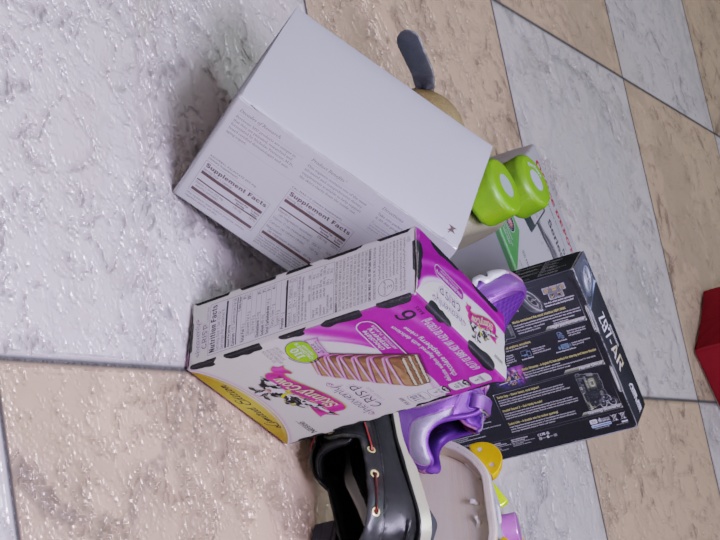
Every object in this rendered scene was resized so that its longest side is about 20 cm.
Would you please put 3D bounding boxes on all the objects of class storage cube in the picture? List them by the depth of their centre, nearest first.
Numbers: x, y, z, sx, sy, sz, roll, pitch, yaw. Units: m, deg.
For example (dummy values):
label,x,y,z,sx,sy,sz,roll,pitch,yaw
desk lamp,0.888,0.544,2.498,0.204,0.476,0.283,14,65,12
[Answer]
label,x,y,z,sx,sy,sz,roll,pitch,yaw
storage cube,0.631,0.124,2.344,0.201,0.178,0.171,61,29,-23

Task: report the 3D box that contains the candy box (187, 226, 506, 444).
label,x,y,z,sx,sy,sz,roll,pitch,yaw
candy box,-0.010,0.053,1.131,0.136,0.198,0.062,42,39,-43

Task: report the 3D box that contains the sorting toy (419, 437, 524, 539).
label,x,y,z,sx,sy,sz,roll,pitch,yaw
sorting toy,0.107,0.259,1.318,0.201,0.106,0.181,-94,158,-45

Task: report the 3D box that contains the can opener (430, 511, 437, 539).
label,x,y,z,sx,sy,sz,roll,pitch,yaw
can opener,0.012,0.245,1.169,0.067,0.052,0.200,62,29,-19

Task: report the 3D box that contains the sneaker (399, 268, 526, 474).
label,x,y,z,sx,sy,sz,roll,pitch,yaw
sneaker,0.084,0.092,1.300,0.201,0.088,0.081,-51,150,-7

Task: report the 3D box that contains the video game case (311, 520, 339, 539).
label,x,y,z,sx,sy,sz,roll,pitch,yaw
video game case,-0.001,0.328,1.184,0.181,0.025,0.201,55,33,-33

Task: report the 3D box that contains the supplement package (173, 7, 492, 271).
label,x,y,z,sx,sy,sz,roll,pitch,yaw
supplement package,-0.016,-0.080,1.204,0.199,0.111,0.156,35,37,-8

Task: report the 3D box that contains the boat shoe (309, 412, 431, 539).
label,x,y,z,sx,sy,sz,roll,pitch,yaw
boat shoe,-0.005,0.138,1.205,0.062,0.074,0.202,8,41,-29

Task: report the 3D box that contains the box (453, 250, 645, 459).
label,x,y,z,sx,sy,sz,roll,pitch,yaw
box,0.138,0.087,1.396,0.161,0.198,0.044,65,28,-13

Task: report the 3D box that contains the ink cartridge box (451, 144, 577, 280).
label,x,y,z,sx,sy,sz,roll,pitch,yaw
ink cartridge box,0.151,-0.030,1.617,0.147,0.083,0.200,66,27,-14

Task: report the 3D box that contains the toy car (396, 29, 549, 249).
label,x,y,z,sx,sy,sz,roll,pitch,yaw
toy car,0.048,-0.111,1.399,0.157,0.163,0.202,-13,77,-63
